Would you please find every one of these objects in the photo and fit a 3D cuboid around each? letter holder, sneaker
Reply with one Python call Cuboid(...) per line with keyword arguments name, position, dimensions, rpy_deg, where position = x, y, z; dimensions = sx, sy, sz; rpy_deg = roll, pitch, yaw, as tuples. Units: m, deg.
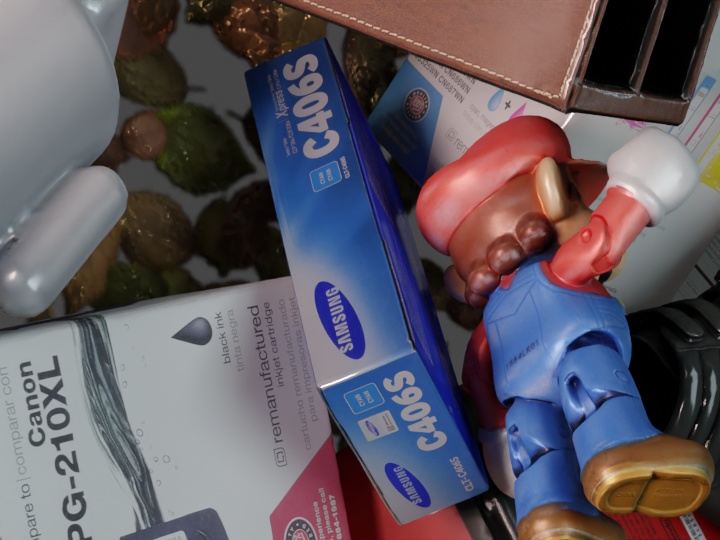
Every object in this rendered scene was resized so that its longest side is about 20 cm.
Cuboid(name="letter holder", position=(0.049, -0.159, 0.832), dimensions=(0.100, 0.199, 0.143), rpy_deg=(0, 110, -55))
Cuboid(name="sneaker", position=(0.168, 0.014, 0.896), dimensions=(0.099, 0.071, 0.201), rpy_deg=(23, 71, -27))

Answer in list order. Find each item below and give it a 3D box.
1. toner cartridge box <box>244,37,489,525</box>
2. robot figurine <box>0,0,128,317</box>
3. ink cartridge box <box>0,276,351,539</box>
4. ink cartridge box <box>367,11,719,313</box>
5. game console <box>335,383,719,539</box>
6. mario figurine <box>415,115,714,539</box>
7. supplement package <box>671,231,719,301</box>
Cuboid(name="toner cartridge box", position=(0.000, 0.000, 0.857), dimensions=(0.201, 0.043, 0.095), rpy_deg=(-105, 169, -47))
Cuboid(name="robot figurine", position=(-0.168, -0.051, 0.749), dimensions=(0.169, 0.113, 0.200), rpy_deg=(33, 54, 11))
Cuboid(name="ink cartridge box", position=(-0.107, 0.090, 0.806), dimensions=(0.199, 0.084, 0.146), rpy_deg=(-11, 91, -44))
Cuboid(name="ink cartridge box", position=(0.123, -0.103, 0.954), dimensions=(0.125, 0.129, 0.201), rpy_deg=(20, 109, -38))
Cuboid(name="game console", position=(0.073, 0.154, 0.902), dimensions=(0.172, 0.119, 0.201), rpy_deg=(-19, 78, -39))
Cuboid(name="mario figurine", position=(0.094, 0.022, 0.820), dimensions=(0.106, 0.123, 0.201), rpy_deg=(57, 17, -52))
Cuboid(name="supplement package", position=(0.227, -0.057, 1.060), dimensions=(0.120, 0.199, 0.122), rpy_deg=(46, 56, -29))
